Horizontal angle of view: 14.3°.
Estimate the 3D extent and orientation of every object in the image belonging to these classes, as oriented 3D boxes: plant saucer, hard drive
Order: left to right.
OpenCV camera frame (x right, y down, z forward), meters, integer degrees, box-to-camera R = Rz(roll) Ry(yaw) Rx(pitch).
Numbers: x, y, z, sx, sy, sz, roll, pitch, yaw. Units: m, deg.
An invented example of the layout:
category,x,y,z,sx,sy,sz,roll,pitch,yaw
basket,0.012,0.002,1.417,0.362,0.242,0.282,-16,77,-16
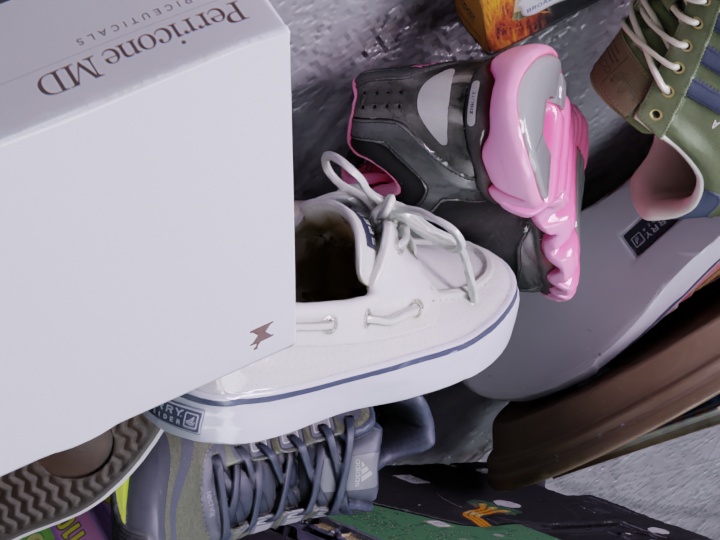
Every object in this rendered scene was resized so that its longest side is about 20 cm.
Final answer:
category,x,y,z,sx,sy,sz,roll,pitch,yaw
hard drive,0.042,0.121,1.274,0.200,0.140,0.038,3,100,-46
plant saucer,0.140,0.039,1.309,0.200,0.029,0.200,-30,-177,2

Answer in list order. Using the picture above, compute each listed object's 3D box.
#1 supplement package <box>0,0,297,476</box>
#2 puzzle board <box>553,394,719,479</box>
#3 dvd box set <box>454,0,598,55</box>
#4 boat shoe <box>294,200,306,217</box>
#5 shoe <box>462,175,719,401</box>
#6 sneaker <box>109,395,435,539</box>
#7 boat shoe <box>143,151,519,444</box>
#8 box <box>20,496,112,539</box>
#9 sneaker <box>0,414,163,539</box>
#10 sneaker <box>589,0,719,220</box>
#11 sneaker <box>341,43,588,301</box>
category,x,y,z,sx,sy,sz,roll,pitch,yaw
supplement package,-0.130,-0.062,0.844,0.152,0.200,0.151,-24,147,-17
puzzle board,0.194,0.032,1.348,0.200,0.017,0.151,-31,-178,-31
dvd box set,0.094,-0.178,1.056,0.146,0.029,0.200,-28,148,-10
boat shoe,-0.063,0.013,1.138,0.200,0.063,0.073,-5,141,-37
shoe,0.135,-0.007,1.285,0.200,0.071,0.091,-41,157,22
sneaker,-0.037,0.075,1.168,0.200,0.081,0.074,-35,128,-57
boat shoe,-0.004,-0.002,1.078,0.202,0.075,0.086,-15,123,-47
box,-0.089,0.181,1.234,0.097,0.176,0.200,-39,148,9
sneaker,-0.150,0.067,1.109,0.200,0.085,0.073,-38,118,18
sneaker,0.134,-0.087,1.123,0.090,0.067,0.200,-16,139,1
sneaker,0.043,-0.040,1.173,0.095,0.079,0.200,-1,161,11
